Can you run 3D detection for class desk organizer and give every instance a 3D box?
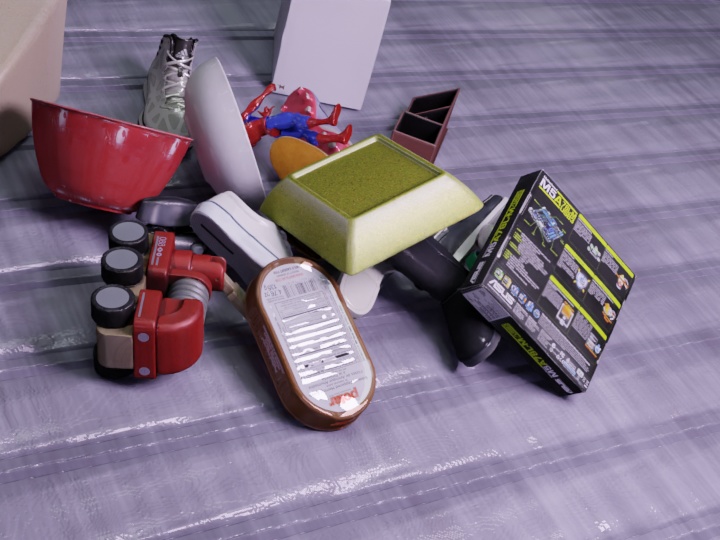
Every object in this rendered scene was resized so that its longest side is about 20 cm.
[{"bbox_3d":[0.089,-0.206,1.836,0.071,0.078,0.201,20,36,3],"label":"desk organizer"}]

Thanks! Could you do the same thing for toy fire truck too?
[{"bbox_3d":[-0.184,0.048,1.367,0.198,0.130,0.177,4,37,-3],"label":"toy fire truck"}]

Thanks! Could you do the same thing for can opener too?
[{"bbox_3d":[-0.178,-0.036,1.511,0.198,0.079,0.064,9,27,-28],"label":"can opener"}]

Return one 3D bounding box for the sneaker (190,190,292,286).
[{"bbox_3d":[-0.108,-0.018,1.467,0.200,0.073,0.071,46,54,1],"label":"sneaker"}]

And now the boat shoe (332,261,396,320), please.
[{"bbox_3d":[0.000,0.000,1.535,0.073,0.062,0.200,45,37,-11],"label":"boat shoe"}]

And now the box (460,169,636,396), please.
[{"bbox_3d":[0.231,0.015,1.505,0.200,0.047,0.194,44,54,-21],"label":"box"}]

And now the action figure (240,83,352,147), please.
[{"bbox_3d":[-0.103,-0.217,1.721,0.198,0.065,0.100,-1,53,26],"label":"action figure"}]

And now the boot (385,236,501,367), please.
[{"bbox_3d":[0.078,0.007,1.492,0.200,0.066,0.165,44,19,-18],"label":"boot"}]

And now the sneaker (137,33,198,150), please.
[{"bbox_3d":[-0.261,-0.256,1.712,0.075,0.116,0.201,4,38,-19],"label":"sneaker"}]

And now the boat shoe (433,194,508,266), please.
[{"bbox_3d":[0.137,-0.056,1.664,0.060,0.076,0.200,33,37,10],"label":"boat shoe"}]

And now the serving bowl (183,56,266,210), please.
[{"bbox_3d":[-0.181,-0.165,1.585,0.065,0.201,0.201,-19,44,-6],"label":"serving bowl"}]

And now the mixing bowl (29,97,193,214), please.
[{"bbox_3d":[-0.310,-0.131,1.503,0.198,0.110,0.200,14,3,-1],"label":"mixing bowl"}]

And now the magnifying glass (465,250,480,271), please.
[{"bbox_3d":[0.167,-0.004,1.597,0.080,0.022,0.200,48,13,-7],"label":"magnifying glass"}]

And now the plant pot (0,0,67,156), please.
[{"bbox_3d":[-0.493,-0.257,1.560,0.198,0.201,0.178,14,47,-6],"label":"plant pot"}]

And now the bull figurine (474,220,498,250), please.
[{"bbox_3d":[0.207,-0.020,1.597,0.122,0.065,0.200,57,20,-1],"label":"bull figurine"}]

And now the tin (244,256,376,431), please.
[{"bbox_3d":[-0.055,0.078,1.373,0.111,0.042,0.201,-16,71,-29],"label":"tin"}]

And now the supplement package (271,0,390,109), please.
[{"bbox_3d":[-0.048,-0.389,1.917,0.145,0.193,0.201,10,37,-10],"label":"supplement package"}]

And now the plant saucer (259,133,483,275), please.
[{"bbox_3d":[0.009,-0.093,1.462,0.199,0.048,0.199,-27,39,-25],"label":"plant saucer"}]

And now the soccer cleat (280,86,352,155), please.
[{"bbox_3d":[-0.056,-0.192,1.780,0.076,0.067,0.200,34,14,-39],"label":"soccer cleat"}]

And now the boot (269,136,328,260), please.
[{"bbox_3d":[-0.079,-0.097,1.614,0.201,0.071,0.144,43,31,18],"label":"boot"}]
